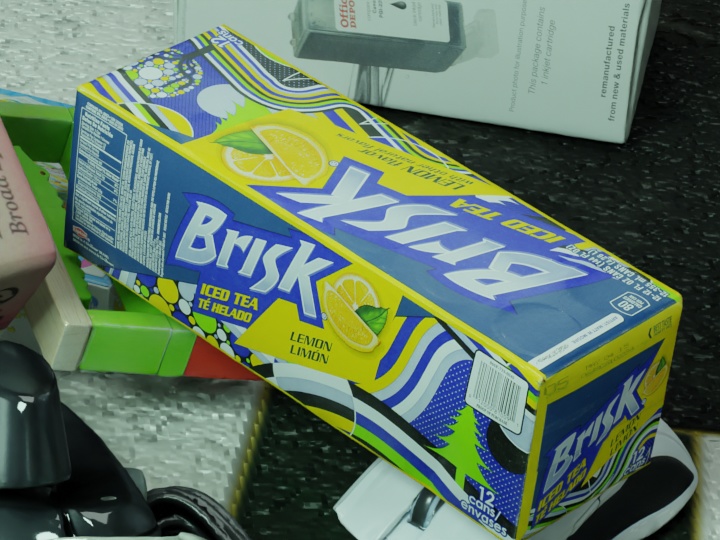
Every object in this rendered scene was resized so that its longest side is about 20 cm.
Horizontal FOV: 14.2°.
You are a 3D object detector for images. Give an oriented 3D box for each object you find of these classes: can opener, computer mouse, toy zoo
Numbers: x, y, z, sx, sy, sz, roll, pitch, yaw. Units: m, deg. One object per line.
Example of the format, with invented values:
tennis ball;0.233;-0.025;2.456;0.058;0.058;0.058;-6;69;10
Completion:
can opener;-0.097;0.057;0.844;0.063;0.079;0.200;8;3;-13
computer mouse;0.031;0.068;0.889;0.109;0.044;0.199;24;32;34
toy zoo;-0.031;-0.008;1.003;0.199;0.021;0.131;4;35;-27

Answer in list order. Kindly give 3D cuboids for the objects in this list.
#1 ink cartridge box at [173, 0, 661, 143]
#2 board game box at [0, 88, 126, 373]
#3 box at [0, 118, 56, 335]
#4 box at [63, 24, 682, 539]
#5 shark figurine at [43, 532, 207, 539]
ink cartridge box;0.030;-0.131;1.246;0.198;0.085;0.146;11;27;7
board game box;-0.154;-0.028;1.060;0.199;0.034;0.134;14;28;17
box;-0.215;-0.015;0.880;0.199;0.109;0.129;-15;73;-36
box;0.000;0.000;0.892;0.199;0.065;0.070;33;42;32
shark figurine;-0.020;0.149;0.554;0.127;0.216;0.089;6;12;-35
